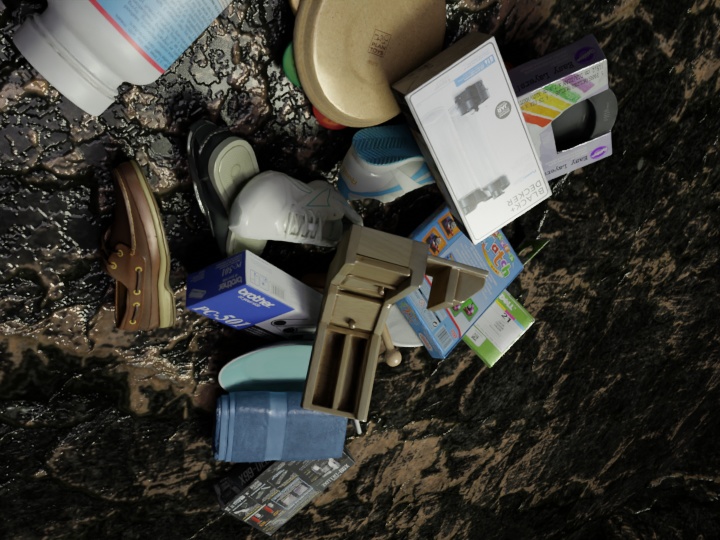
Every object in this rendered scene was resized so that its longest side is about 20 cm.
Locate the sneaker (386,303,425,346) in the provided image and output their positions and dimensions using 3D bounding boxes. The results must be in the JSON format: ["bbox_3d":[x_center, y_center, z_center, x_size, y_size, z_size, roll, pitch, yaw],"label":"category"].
[{"bbox_3d":[0.091,0.066,0.856,0.196,0.115,0.076,-16,88,-28],"label":"sneaker"}]

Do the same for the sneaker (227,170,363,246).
[{"bbox_3d":[-0.063,-0.063,0.637,0.198,0.079,0.072,-14,133,-56],"label":"sneaker"}]

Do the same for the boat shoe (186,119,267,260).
[{"bbox_3d":[-0.146,-0.074,0.633,0.072,0.067,0.203,-47,155,-31],"label":"boat shoe"}]

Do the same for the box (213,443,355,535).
[{"bbox_3d":[-0.122,0.342,0.958,0.199,0.050,0.159,-39,136,-4],"label":"box"}]

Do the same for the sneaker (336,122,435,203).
[{"bbox_3d":[0.055,-0.135,0.726,0.196,0.078,0.081,-9,151,-36],"label":"sneaker"}]

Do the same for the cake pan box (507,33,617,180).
[{"bbox_3d":[0.230,-0.187,0.747,0.195,0.054,0.184,-21,148,14],"label":"cake pan box"}]

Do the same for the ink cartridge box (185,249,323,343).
[{"bbox_3d":[-0.112,0.045,0.704,0.092,0.045,0.199,-19,150,24],"label":"ink cartridge box"}]

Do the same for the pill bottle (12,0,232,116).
[{"bbox_3d":[-0.177,-0.228,0.459,0.200,0.109,0.109,-45,136,1],"label":"pill bottle"}]

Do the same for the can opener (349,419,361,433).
[{"bbox_3d":[-0.031,0.196,0.913,0.065,0.053,0.204,-22,131,-18],"label":"can opener"}]

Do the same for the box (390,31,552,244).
[{"bbox_3d":[0.131,-0.147,0.653,0.115,0.060,0.202,-30,119,1],"label":"box"}]

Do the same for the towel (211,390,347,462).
[{"bbox_3d":[-0.117,0.226,0.838,0.194,0.049,0.115,5,115,-16],"label":"towel"}]

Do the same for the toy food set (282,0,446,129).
[{"bbox_3d":[0.008,-0.251,0.616,0.195,0.049,0.202,-13,128,-28],"label":"toy food set"}]

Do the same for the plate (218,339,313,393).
[{"bbox_3d":[-0.099,0.138,0.798,0.194,0.026,0.202,-6,147,-4],"label":"plate"}]

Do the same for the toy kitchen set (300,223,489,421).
[{"bbox_3d":[0.036,0.075,0.616,0.159,0.200,0.186,13,78,-7],"label":"toy kitchen set"}]

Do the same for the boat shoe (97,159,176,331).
[{"bbox_3d":[-0.239,-0.015,0.597,0.066,0.072,0.204,-15,131,-27],"label":"boat shoe"}]

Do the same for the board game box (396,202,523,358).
[{"bbox_3d":[0.130,-0.003,0.800,0.199,0.036,0.153,-41,103,-25],"label":"board game box"}]

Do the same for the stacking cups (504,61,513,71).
[{"bbox_3d":[0.194,-0.236,0.750,0.196,0.061,0.062,12,115,-40],"label":"stacking cups"}]

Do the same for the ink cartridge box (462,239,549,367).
[{"bbox_3d":[0.243,0.046,0.927,0.200,0.076,0.148,-47,179,5],"label":"ink cartridge box"}]

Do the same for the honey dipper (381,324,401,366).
[{"bbox_3d":[0.011,0.028,0.743,0.037,0.038,0.205,-17,89,-22],"label":"honey dipper"}]

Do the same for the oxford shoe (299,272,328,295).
[{"bbox_3d":[0.000,0.000,0.798,0.195,0.071,0.074,-6,96,-29],"label":"oxford shoe"}]
